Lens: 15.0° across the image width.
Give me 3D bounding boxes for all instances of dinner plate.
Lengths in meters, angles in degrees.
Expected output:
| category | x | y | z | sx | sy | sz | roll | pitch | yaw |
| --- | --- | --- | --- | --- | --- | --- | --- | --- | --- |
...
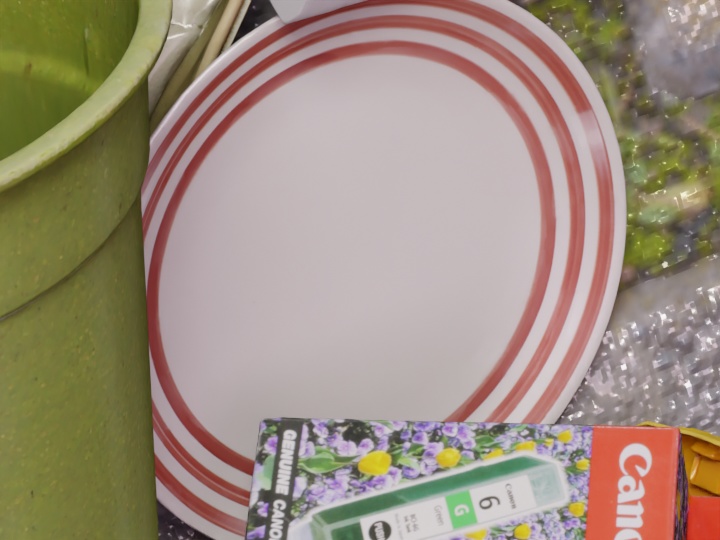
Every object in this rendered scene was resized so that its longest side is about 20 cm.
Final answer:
| category | x | y | z | sx | sy | sz | roll | pitch | yaw |
| --- | --- | --- | --- | --- | --- | --- | --- | --- | --- |
| dinner plate | 0.000 | 0.000 | 0.897 | 0.199 | 0.024 | 0.202 | -13 | 116 | -28 |

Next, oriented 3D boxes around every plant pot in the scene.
| category | x | y | z | sx | sy | sz | roll | pitch | yaw |
| --- | --- | --- | --- | --- | --- | --- | --- | --- | --- |
| plant pot | -0.132 | 0.022 | 0.768 | 0.199 | 0.200 | 0.191 | -20 | 124 | -13 |

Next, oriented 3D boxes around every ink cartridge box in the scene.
| category | x | y | z | sx | sy | sz | roll | pitch | yaw |
| --- | --- | --- | --- | --- | --- | --- | --- | --- | --- |
| ink cartridge box | 0.062 | 0.104 | 0.833 | 0.198 | 0.050 | 0.110 | 0 | 59 | 11 |

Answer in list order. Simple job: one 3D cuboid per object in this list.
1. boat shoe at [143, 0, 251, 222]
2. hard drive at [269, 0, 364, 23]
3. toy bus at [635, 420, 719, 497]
| category | x | y | z | sx | sy | sz | roll | pitch | yaw |
| --- | --- | --- | --- | --- | --- | --- | --- | --- | --- |
| boat shoe | -0.085 | -0.050 | 0.855 | 0.073 | 0.063 | 0.201 | 33 | 90 | -21 |
| hard drive | 0.075 | -0.142 | 0.831 | 0.199 | 0.132 | 0.026 | -20 | 71 | -33 |
| toy bus | 0.162 | 0.168 | 0.955 | 0.191 | 0.135 | 0.202 | 11 | 95 | -33 |
